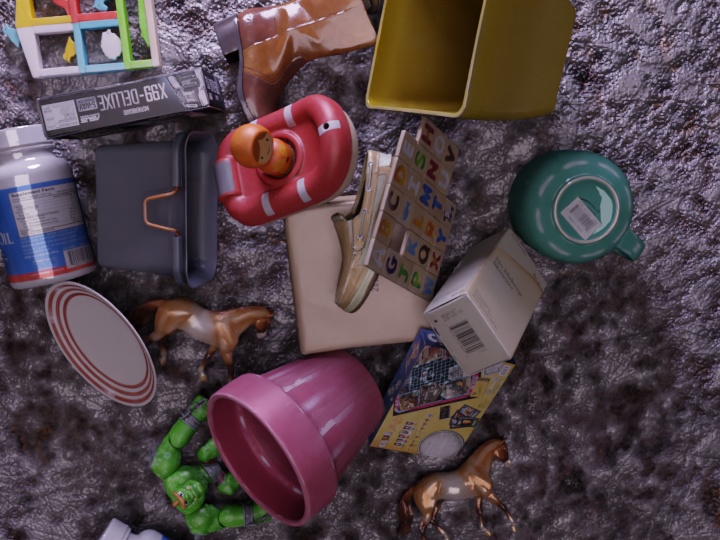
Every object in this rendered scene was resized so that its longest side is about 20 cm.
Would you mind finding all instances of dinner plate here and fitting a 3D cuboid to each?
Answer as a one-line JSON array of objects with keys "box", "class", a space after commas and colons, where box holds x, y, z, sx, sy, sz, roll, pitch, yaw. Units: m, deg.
[{"box": [-0.344, 0.097, 1.046, 0.200, 0.024, 0.201, 21, 132, 25], "class": "dinner plate"}]

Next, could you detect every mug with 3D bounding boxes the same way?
[{"box": [0.302, -0.086, 1.050, 0.184, 0.114, 0.153, 0, 99, -2], "class": "mug"}]

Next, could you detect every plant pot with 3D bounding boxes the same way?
[{"box": [-0.074, 0.201, 1.033, 0.179, 0.200, 0.200, -34, 101, -35], "class": "plant pot"}, {"box": [0.147, -0.280, 0.968, 0.176, 0.200, 0.201, 5, 100, -35], "class": "plant pot"}]

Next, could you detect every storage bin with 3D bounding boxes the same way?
[{"box": [-0.272, -0.082, 1.021, 0.134, 0.146, 0.201, 2, 99, 7], "class": "storage bin"}]

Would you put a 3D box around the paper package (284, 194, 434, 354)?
[{"box": [0.000, 0.000, 1.057, 0.190, 0.103, 0.201, -6, 100, -2], "class": "paper package"}]

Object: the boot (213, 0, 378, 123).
[{"box": [-0.071, -0.274, 1.035, 0.199, 0.068, 0.189, -19, 89, 0], "class": "boot"}]

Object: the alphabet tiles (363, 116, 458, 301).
[{"box": [0.075, -0.077, 0.960, 0.008, 0.167, 0.201, 10, 80, 34], "class": "alphabet tiles"}]

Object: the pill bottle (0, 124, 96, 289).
[{"box": [-0.425, -0.084, 1.020, 0.112, 0.112, 0.201, -12, 99, -1], "class": "pill bottle"}]

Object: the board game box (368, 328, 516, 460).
[{"box": [0.107, 0.175, 1.070, 0.135, 0.035, 0.200, 14, 124, -17], "class": "board game box"}]

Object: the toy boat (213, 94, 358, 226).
[{"box": [-0.105, -0.139, 0.935, 0.199, 0.131, 0.131, -19, 75, 24], "class": "toy boat"}]

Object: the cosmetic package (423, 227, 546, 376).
[{"box": [0.168, 0.036, 1.018, 0.073, 0.200, 0.104, -29, 101, 36], "class": "cosmetic package"}]

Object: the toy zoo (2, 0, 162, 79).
[{"box": [-0.371, -0.326, 1.029, 0.199, 0.020, 0.132, -5, 99, -2], "class": "toy zoo"}]

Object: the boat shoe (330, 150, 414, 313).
[{"box": [-0.003, -0.050, 0.959, 0.076, 0.072, 0.201, 20, 87, -18], "class": "boat shoe"}]

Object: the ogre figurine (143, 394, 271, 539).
[{"box": [-0.217, 0.292, 1.102, 0.120, 0.098, 0.200, -32, 115, -15], "class": "ogre figurine"}]

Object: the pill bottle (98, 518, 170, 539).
[{"box": [-0.288, 0.440, 1.101, 0.200, 0.112, 0.112, 34, 96, -8], "class": "pill bottle"}]

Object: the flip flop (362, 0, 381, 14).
[{"box": [0.028, -0.436, 1.008, 0.057, 0.081, 0.201, 3, 94, -18], "class": "flip flop"}]

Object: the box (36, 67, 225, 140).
[{"box": [-0.281, -0.208, 0.983, 0.199, 0.158, 0.050, -11, 99, -1], "class": "box"}]

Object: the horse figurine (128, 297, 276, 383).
[{"box": [-0.232, 0.088, 1.080, 0.199, 0.050, 0.133, 20, 106, -9], "class": "horse figurine"}]

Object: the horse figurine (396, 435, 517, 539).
[{"box": [0.137, 0.334, 1.139, 0.199, 0.050, 0.133, -17, 87, 6], "class": "horse figurine"}]
